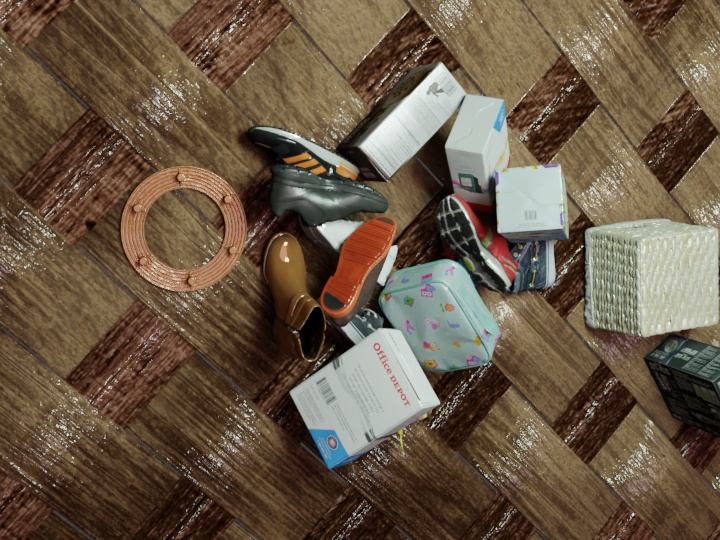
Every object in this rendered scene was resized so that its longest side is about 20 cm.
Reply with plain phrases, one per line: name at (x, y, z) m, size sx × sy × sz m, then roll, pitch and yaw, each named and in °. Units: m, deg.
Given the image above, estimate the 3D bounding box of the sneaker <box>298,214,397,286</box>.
sneaker at (-0.020, -0.056, 1.468) m, size 0.200 × 0.070 × 0.080 m, roll 37°, pitch 78°, yaw -29°

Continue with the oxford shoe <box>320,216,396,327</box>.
oxford shoe at (0.000, 0.000, 1.421) m, size 0.200 × 0.071 × 0.073 m, roll -57°, pitch 154°, yaw -21°

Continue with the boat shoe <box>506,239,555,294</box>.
boat shoe at (0.297, -0.056, 1.583) m, size 0.091 × 0.071 × 0.201 m, roll -13°, pitch 103°, yaw -21°

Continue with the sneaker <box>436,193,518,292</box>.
sneaker at (0.201, -0.055, 1.490) m, size 0.200 × 0.077 × 0.085 m, roll 54°, pitch 54°, yaw -22°

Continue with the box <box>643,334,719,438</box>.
box at (0.672, 0.229, 1.699) m, size 0.086 × 0.200 × 0.164 m, roll -35°, pitch 107°, yaw -12°

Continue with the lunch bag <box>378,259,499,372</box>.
lunch bag at (0.140, 0.080, 1.489) m, size 0.200 × 0.160 × 0.077 m, roll 56°, pitch 37°, yaw -24°

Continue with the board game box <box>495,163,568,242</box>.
board game box at (0.288, -0.107, 1.456) m, size 0.105 × 0.200 × 0.103 m, roll -3°, pitch 86°, yaw 15°

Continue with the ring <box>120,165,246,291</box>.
ring at (-0.276, -0.065, 1.388) m, size 0.200 × 0.019 × 0.201 m, roll -3°, pitch 99°, yaw -20°

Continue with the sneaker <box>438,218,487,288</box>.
sneaker at (0.199, 0.002, 1.550) m, size 0.095 × 0.079 × 0.201 m, roll -8°, pitch 100°, yaw -22°

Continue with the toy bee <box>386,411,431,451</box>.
toy bee at (0.048, 0.261, 1.510) m, size 0.200 × 0.109 × 0.131 m, roll -34°, pitch 112°, yaw -13°

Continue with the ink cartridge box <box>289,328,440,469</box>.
ink cartridge box at (0.007, 0.206, 1.421) m, size 0.200 × 0.084 × 0.146 m, roll -35°, pitch 71°, yaw 19°

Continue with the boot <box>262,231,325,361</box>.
boot at (-0.104, 0.043, 1.395) m, size 0.076 × 0.155 × 0.201 m, roll 2°, pitch 96°, yaw -21°

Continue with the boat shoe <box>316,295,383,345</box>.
boat shoe at (0.008, 0.097, 1.492) m, size 0.068 × 0.072 × 0.200 m, roll -48°, pitch 113°, yaw -7°

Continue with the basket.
basket at (0.546, 0.015, 1.644) m, size 0.198 × 0.161 × 0.201 m, roll -7°, pitch 101°, yaw -21°

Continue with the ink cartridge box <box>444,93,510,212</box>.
ink cartridge box at (0.200, -0.181, 1.458) m, size 0.200 × 0.067 × 0.116 m, roll 67°, pitch 41°, yaw -56°

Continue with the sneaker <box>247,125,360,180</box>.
sneaker at (-0.098, -0.164, 1.416) m, size 0.200 × 0.070 × 0.090 m, roll 22°, pitch 86°, yaw -24°

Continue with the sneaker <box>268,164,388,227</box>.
sneaker at (-0.053, -0.108, 1.381) m, size 0.199 × 0.076 × 0.091 m, roll 10°, pitch 99°, yaw -18°

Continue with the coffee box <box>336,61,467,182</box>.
coffee box at (0.067, -0.243, 1.447) m, size 0.200 × 0.113 × 0.080 m, roll -47°, pitch 110°, yaw -9°
